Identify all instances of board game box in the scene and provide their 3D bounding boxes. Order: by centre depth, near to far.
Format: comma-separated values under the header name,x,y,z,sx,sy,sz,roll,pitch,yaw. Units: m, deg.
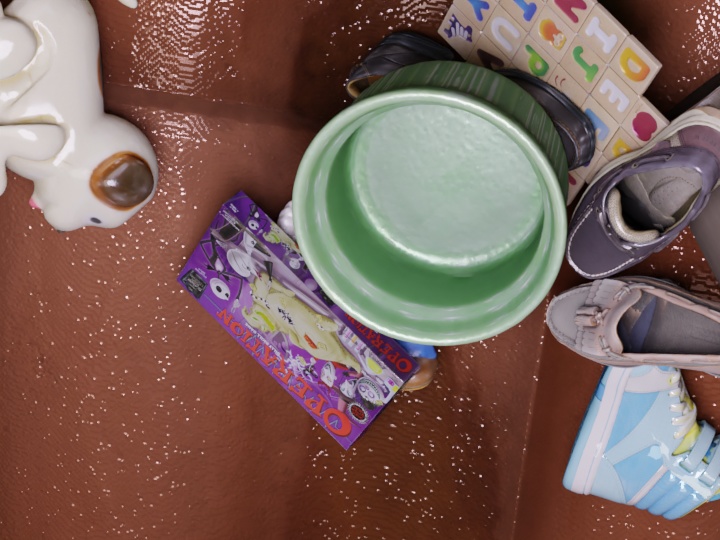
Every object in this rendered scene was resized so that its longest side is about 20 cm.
name,x,y,z,sx,sy,sz,roll,pitch,yaw
board game box,-0.052,0.041,1.717,0.200,0.032,0.120,44,145,7

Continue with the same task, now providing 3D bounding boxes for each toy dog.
name,x,y,z,sx,sy,sz,roll,pitch,yaw
toy dog,-0.240,-0.123,1.708,0.194,0.140,0.200,-33,98,-17

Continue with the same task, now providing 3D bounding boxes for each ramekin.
name,x,y,z,sx,sy,sz,roll,pitch,yaw
ramekin,0.058,-0.055,1.566,0.200,0.098,0.200,6,117,11

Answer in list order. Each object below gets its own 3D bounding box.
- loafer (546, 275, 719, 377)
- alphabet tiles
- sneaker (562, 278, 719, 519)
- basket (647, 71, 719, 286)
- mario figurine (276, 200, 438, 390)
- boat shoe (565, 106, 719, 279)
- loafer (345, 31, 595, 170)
name,x,y,z,sx,sy,sz,roll,pitch,yaw
loafer,0.216,0.039,1.590,0.200,0.063,0.072,10,86,39
alphabet tiles,0.143,-0.144,1.610,0.200,0.006,0.166,47,140,14
sneaker,0.249,0.108,1.692,0.130,0.080,0.200,22,121,6
basket,0.315,-0.055,1.598,0.180,0.136,0.200,-36,93,9
mario figurine,0.000,0.000,1.694,0.123,0.106,0.200,-9,109,2
boat shoe,0.202,-0.047,1.558,0.072,0.065,0.200,47,141,-1
loafer,0.081,-0.116,1.625,0.200,0.072,0.073,22,127,27
